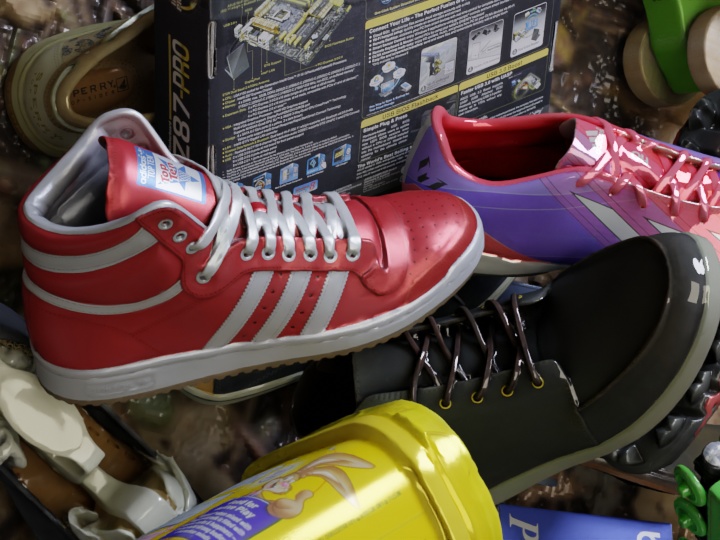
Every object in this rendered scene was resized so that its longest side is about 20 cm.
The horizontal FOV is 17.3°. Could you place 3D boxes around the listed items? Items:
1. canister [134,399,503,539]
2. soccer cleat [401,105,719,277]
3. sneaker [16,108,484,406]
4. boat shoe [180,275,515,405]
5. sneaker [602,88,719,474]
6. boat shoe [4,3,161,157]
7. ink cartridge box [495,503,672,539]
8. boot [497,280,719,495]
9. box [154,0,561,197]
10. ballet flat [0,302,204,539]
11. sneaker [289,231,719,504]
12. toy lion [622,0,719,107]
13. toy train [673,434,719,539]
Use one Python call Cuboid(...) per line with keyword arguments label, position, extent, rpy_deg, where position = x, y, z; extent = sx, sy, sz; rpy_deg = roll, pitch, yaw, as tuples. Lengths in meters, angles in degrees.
Cuboid(label="canister", position=(-0.061, 0.139, 0.957), extent=(0.200, 0.148, 0.087), rpy_deg=(-27, 90, -34))
Cuboid(label="soccer cleat", position=(0.118, -0.035, 1.054), extent=(0.199, 0.068, 0.073), rpy_deg=(3, 136, -2))
Cuboid(label="sneaker", position=(-0.045, -0.019, 0.973), extent=(0.200, 0.071, 0.113), rpy_deg=(-17, 133, -11))
Cuboid(label="boat shoe", position=(0.000, 0.000, 1.091), extent=(0.200, 0.062, 0.075), rpy_deg=(-21, 59, -23))
Cuboid(label="sneaker", position=(0.167, 0.015, 1.138), extent=(0.201, 0.071, 0.098), rpy_deg=(-67, 153, -20))
Cuboid(label="boat shoe", position=(-0.060, -0.100, 1.062), extent=(0.200, 0.063, 0.073), rpy_deg=(-27, 105, -25))
Cuboid(label="ink cartridge box", position=(0.104, 0.215, 1.123), extent=(0.094, 0.044, 0.200), rpy_deg=(8, 61, -15))
Cuboid(label="boot", position=(0.132, 0.059, 1.171), extent=(0.200, 0.075, 0.097), rpy_deg=(6, 93, -27))
Cuboid(label="box", position=(0.003, -0.105, 1.042), extent=(0.200, 0.049, 0.161), rpy_deg=(-23, 135, -30))
Cuboid(label="ballet flat", position=(-0.120, 0.090, 1.038), extent=(0.073, 0.073, 0.200), rpy_deg=(-48, 113, -18))
Cuboid(label="sneaker", position=(0.061, 0.041, 1.023), extent=(0.106, 0.200, 0.075), rpy_deg=(17, 48, -33))
Cuboid(label="toy lion", position=(0.179, -0.210, 1.194), extent=(0.192, 0.069, 0.200), rpy_deg=(-41, 111, -29))
Cuboid(label="toy train", position=(0.184, 0.148, 1.159), extent=(0.042, 0.056, 0.200), rpy_deg=(-34, 147, -15))
